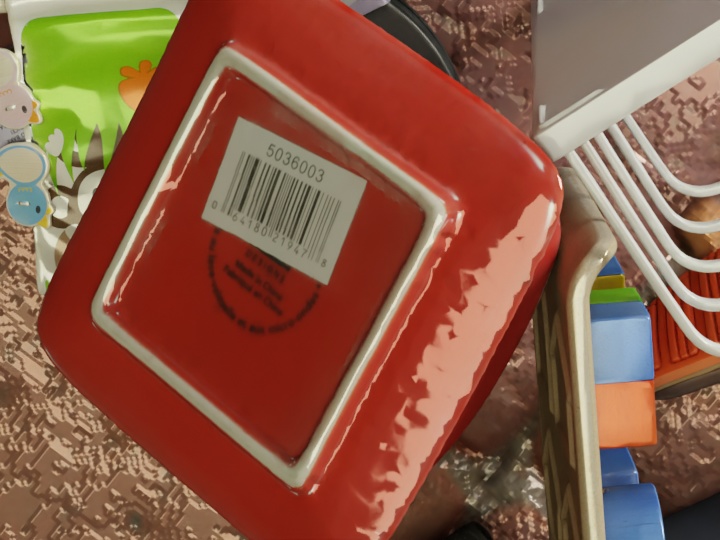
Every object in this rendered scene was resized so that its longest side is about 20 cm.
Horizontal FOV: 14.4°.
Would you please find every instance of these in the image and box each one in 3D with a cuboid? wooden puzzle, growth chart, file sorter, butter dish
[{"bbox_3d":[0.099,0.069,1.204,0.046,0.185,0.201,-1,102,-2],"label":"wooden puzzle"},{"bbox_3d":[-0.088,-0.039,1.239,0.144,0.018,0.201,-13,105,10],"label":"growth chart"},{"bbox_3d":[0.159,-0.073,1.163,0.139,0.200,0.125,-32,106,14],"label":"file sorter"},{"bbox_3d":[0.000,0.000,1.167,0.200,0.148,0.200,37,108,30],"label":"butter dish"}]

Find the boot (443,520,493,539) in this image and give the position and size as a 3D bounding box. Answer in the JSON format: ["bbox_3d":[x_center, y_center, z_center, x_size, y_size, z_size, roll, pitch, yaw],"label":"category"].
[{"bbox_3d":[0.042,0.227,1.325,0.131,0.070,0.200,-28,91,1],"label":"boot"}]

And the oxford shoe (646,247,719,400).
[{"bbox_3d":[0.206,0.020,1.255,0.200,0.071,0.073,-24,125,23],"label":"oxford shoe"}]

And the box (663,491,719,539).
[{"bbox_3d":[0.173,0.227,1.252,0.123,0.200,0.199,-28,103,14],"label":"box"}]

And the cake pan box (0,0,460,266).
[{"bbox_3d":[-0.047,-0.049,1.267,0.200,0.052,0.185,-24,106,12],"label":"cake pan box"}]
